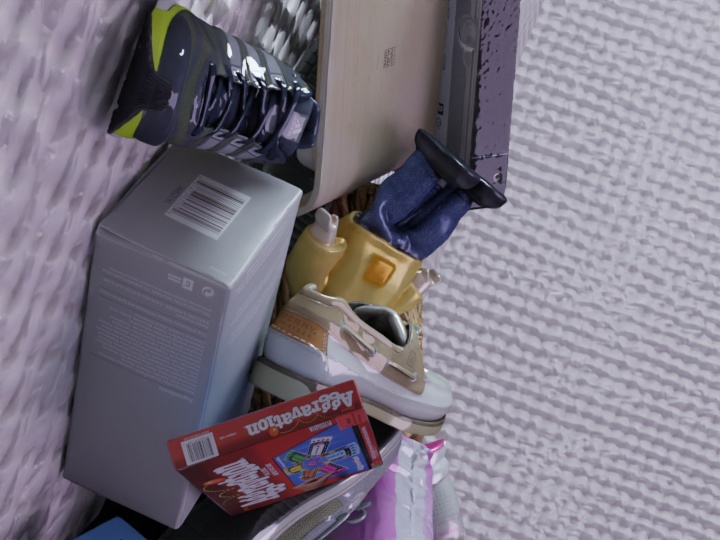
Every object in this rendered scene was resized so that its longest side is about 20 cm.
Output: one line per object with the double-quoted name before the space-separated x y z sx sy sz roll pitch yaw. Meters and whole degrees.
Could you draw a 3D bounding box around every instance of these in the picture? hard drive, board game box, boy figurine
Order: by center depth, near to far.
"board game box" -0.042 0.105 0.885 0.200 0.103 0.019 75 -3 -74
"boy figurine" 0.000 0.000 1.022 0.200 0.064 0.124 -48 137 5
"hard drive" 0.057 -0.157 1.090 0.140 0.038 0.200 34 -54 53

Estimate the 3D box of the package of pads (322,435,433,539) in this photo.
"package of pads" -0.040 0.197 1.098 0.076 0.200 0.121 37 44 -42

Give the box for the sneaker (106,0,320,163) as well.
"sneaker" -0.067 -0.091 0.789 0.200 0.081 0.074 -36 147 -77

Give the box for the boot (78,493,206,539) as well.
"boot" -0.158 0.217 1.071 0.204 0.073 0.154 -49 163 -52

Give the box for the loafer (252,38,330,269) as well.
"loafer" -0.045 -0.085 1.091 0.070 0.075 0.200 -23 -145 55

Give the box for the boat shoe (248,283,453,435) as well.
"boat shoe" 0.009 0.057 0.968 0.200 0.075 0.068 19 94 -62

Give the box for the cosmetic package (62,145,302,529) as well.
"cosmetic package" -0.105 0.039 0.893 0.107 0.090 0.200 -58 170 -52

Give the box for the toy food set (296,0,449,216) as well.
"toy food set" -0.005 -0.145 1.007 0.143 0.060 0.200 -29 130 -52

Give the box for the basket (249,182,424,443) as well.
"basket" -0.025 0.043 1.181 0.149 0.142 0.200 54 34 -80

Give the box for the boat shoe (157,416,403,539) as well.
"boat shoe" -0.051 0.160 1.012 0.202 0.074 0.065 -41 138 -23

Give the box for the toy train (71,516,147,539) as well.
"toy train" -0.169 0.244 0.901 0.114 0.087 0.200 -22 138 -47

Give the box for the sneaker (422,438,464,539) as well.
"sneaker" 0.015 0.198 1.199 0.081 0.088 0.200 -15 168 -26
